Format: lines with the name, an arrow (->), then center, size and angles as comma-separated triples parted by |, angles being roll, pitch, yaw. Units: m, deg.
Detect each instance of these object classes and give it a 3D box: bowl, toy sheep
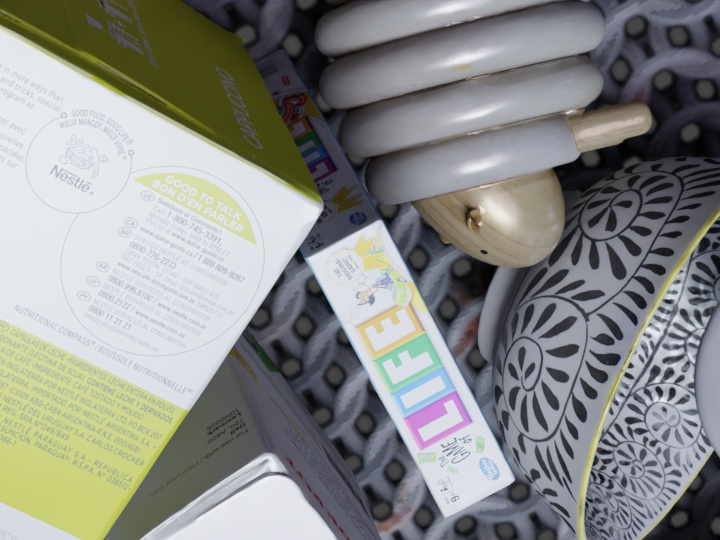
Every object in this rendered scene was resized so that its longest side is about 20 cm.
bowl -> 0.115, 0.022, 1.181 | 0.094, 0.201, 0.201 | 28, 111, 22
toy sheep -> 0.045, -0.098, 1.114 | 0.138, 0.138, 0.200 | -15, 88, -7

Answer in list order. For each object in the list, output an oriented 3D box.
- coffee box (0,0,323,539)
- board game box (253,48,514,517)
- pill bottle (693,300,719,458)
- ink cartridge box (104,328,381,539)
coffee box -> -0.161, -0.030, 1.052 | 0.200, 0.200, 0.198 | 28, 105, -22
board game box -> 0.000, 0.000, 1.103 | 0.034, 0.200, 0.135 | -28, 117, 0
pill bottle -> 0.231, 0.074, 1.195 | 0.120, 0.120, 0.200 | -37, 153, 5
ink cartridge box -> -0.052, 0.107, 1.140 | 0.084, 0.200, 0.145 | -34, 117, 3
